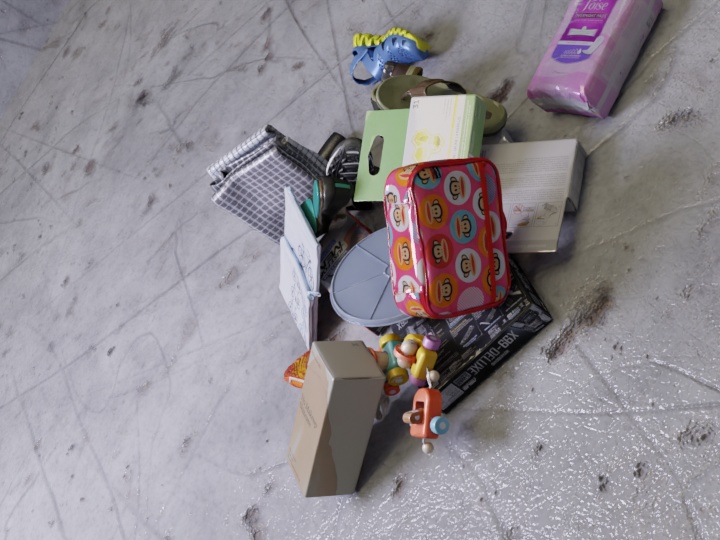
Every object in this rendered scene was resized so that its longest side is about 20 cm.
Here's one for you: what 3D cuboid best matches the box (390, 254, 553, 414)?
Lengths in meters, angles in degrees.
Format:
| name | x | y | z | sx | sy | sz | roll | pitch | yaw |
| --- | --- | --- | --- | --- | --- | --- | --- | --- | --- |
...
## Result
| name | x | y | z | sx | sy | sz | roll | pitch | yaw |
| --- | --- | --- | --- | --- | --- | --- | --- | --- | --- |
| box | 0.145 | 0.072 | 1.556 | 0.200 | 0.050 | 0.158 | -44 | 38 | 15 |

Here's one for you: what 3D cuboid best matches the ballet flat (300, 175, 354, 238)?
| name | x | y | z | sx | sy | sz | roll | pitch | yaw |
| --- | --- | --- | --- | --- | --- | --- | --- | --- | --- |
| ballet flat | -0.050 | -0.093 | 1.766 | 0.200 | 0.068 | 0.068 | 135 | 128 | -72 |

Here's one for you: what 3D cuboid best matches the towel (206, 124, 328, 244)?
| name | x | y | z | sx | sy | sz | roll | pitch | yaw |
| --- | --- | --- | --- | --- | --- | --- | --- | --- | --- |
| towel | -0.134 | -0.135 | 1.895 | 0.165 | 0.200 | 0.086 | -29 | 45 | 32 |

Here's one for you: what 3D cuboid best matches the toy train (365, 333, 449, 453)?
| name | x | y | z | sx | sy | sz | roll | pitch | yaw |
| --- | --- | --- | --- | --- | --- | --- | --- | --- | --- |
| toy train | 0.050 | 0.155 | 1.520 | 0.200 | 0.055 | 0.151 | 4 | 85 | 64 |

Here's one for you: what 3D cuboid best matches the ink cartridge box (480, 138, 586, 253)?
| name | x | y | z | sx | sy | sz | roll | pitch | yaw |
| --- | --- | --- | --- | --- | --- | --- | --- | --- | --- |
| ink cartridge box | 0.200 | -0.092 | 1.583 | 0.199 | 0.045 | 0.177 | 0 | 64 | 31 |

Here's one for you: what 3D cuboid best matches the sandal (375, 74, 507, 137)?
| name | x | y | z | sx | sy | sz | roll | pitch | yaw |
| --- | --- | --- | --- | --- | --- | --- | --- | --- | --- |
| sandal | 0.119 | -0.253 | 1.683 | 0.200 | 0.057 | 0.080 | 14 | 68 | 17 |

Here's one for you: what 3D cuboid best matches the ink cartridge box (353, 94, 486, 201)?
| name | x | y | z | sx | sy | sz | roll | pitch | yaw |
| --- | --- | --- | --- | --- | --- | --- | --- | --- | --- |
| ink cartridge box | 0.075 | -0.171 | 1.629 | 0.199 | 0.048 | 0.146 | 3 | 78 | 30 |

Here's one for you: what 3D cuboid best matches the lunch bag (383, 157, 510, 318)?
| name | x | y | z | sx | sy | sz | roll | pitch | yaw |
| --- | --- | --- | --- | --- | --- | --- | --- | --- | --- |
| lunch bag | 0.121 | -0.043 | 1.471 | 0.082 | 0.175 | 0.201 | 0 | 99 | 54 |

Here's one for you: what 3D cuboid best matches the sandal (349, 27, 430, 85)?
| name | x | y | z | sx | sy | sz | roll | pitch | yaw |
| --- | --- | --- | --- | --- | --- | --- | --- | --- | --- |
| sandal | 0.046 | -0.364 | 1.978 | 0.200 | 0.079 | 0.087 | 5 | 70 | 58 |

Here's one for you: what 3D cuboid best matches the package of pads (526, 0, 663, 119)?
| name | x | y | z | sx | sy | sz | roll | pitch | yaw |
| --- | --- | --- | --- | --- | --- | --- | --- | --- | --- |
| package of pads | 0.331 | -0.313 | 1.619 | 0.120 | 0.076 | 0.201 | 19 | 78 | 49 |

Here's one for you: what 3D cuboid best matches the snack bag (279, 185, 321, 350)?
| name | x | y | z | sx | sy | sz | roll | pitch | yaw |
| --- | --- | --- | --- | --- | --- | --- | --- | --- | --- |
| snack bag | -0.098 | -0.006 | 1.807 | 0.189 | 0.021 | 0.201 | -118 | 27 | -51 |

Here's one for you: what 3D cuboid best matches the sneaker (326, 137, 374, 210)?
| name | x | y | z | sx | sy | sz | roll | pitch | yaw |
| --- | --- | --- | --- | --- | --- | --- | --- | --- | --- |
| sneaker | -0.015 | -0.162 | 1.797 | 0.074 | 0.200 | 0.080 | -1 | 70 | 0 |

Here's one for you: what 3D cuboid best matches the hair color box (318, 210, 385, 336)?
| name | x | y | z | sx | sy | sz | roll | pitch | yaw |
| --- | --- | --- | --- | --- | --- | --- | --- | --- | --- |
| hair color box | 0.000 | 0.000 | 1.759 | 0.111 | 0.064 | 0.200 | -51 | 38 | 4 |

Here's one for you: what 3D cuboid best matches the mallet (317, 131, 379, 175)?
| name | x | y | z | sx | sy | sz | roll | pitch | yaw |
| --- | --- | --- | --- | --- | --- | --- | --- | --- | --- |
| mallet | 0.001 | -0.187 | 1.926 | 0.200 | 0.041 | 0.066 | 19 | 76 | 47 |

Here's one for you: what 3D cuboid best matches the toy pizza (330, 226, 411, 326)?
| name | x | y | z | sx | sy | sz | roll | pitch | yaw |
| --- | --- | --- | --- | --- | --- | --- | --- | --- | --- |
| toy pizza | 0.051 | 0.008 | 1.617 | 0.199 | 0.032 | 0.201 | -17 | 40 | 15 |

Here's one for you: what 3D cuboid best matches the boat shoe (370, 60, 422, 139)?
| name | x | y | z | sx | sy | sz | roll | pitch | yaw |
| --- | --- | --- | --- | --- | --- | --- | --- | --- | --- |
| boat shoe | 0.050 | -0.275 | 1.830 | 0.072 | 0.066 | 0.201 | -58 | -3 | -21 |

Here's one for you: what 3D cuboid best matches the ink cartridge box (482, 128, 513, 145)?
| name | x | y | z | sx | sy | sz | roll | pitch | yaw |
| --- | --- | --- | --- | --- | --- | --- | --- | --- | --- |
| ink cartridge box | 0.168 | -0.123 | 1.677 | 0.162 | 0.050 | 0.200 | -44 | 35 | 16 |

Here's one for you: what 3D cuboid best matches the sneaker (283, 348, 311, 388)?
| name | x | y | z | sx | sy | sz | roll | pitch | yaw |
| --- | --- | --- | --- | --- | --- | --- | --- | --- | --- |
| sneaker | -0.059 | 0.166 | 1.698 | 0.073 | 0.077 | 0.200 | -41 | 19 | -10 |

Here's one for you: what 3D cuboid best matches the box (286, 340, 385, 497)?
| name | x | y | z | sx | sy | sz | roll | pitch | yaw |
| --- | --- | --- | --- | --- | --- | --- | --- | --- | --- |
| box | -0.036 | 0.201 | 1.559 | 0.095 | 0.077 | 0.201 | -125 | 42 | -53 |
